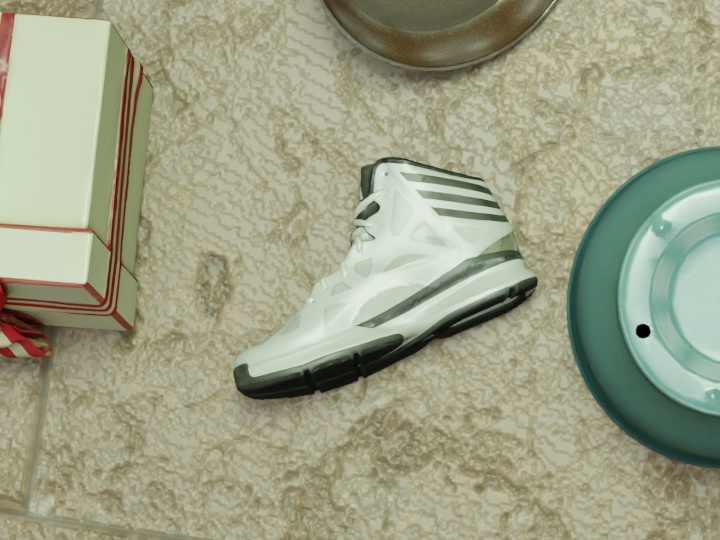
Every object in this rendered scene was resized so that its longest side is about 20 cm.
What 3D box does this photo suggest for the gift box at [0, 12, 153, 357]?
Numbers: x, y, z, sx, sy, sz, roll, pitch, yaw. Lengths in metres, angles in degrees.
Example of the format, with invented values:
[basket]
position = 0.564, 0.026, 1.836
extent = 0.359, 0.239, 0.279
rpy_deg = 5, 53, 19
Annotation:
[gift box]
position = -0.236, -0.048, 1.547
extent = 0.198, 0.185, 0.189
rpy_deg = 2, 79, 10

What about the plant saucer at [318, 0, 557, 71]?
[plant saucer]
position = 0.049, -0.224, 1.545
extent = 0.199, 0.032, 0.202
rpy_deg = -9, 113, -23

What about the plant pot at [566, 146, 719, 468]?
[plant pot]
position = 0.217, 0.020, 1.480
extent = 0.198, 0.188, 0.202
rpy_deg = 0, 88, 7

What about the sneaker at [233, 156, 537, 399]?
[sneaker]
position = 0.000, 0.000, 1.574
extent = 0.199, 0.076, 0.116
rpy_deg = -23, 77, -3
